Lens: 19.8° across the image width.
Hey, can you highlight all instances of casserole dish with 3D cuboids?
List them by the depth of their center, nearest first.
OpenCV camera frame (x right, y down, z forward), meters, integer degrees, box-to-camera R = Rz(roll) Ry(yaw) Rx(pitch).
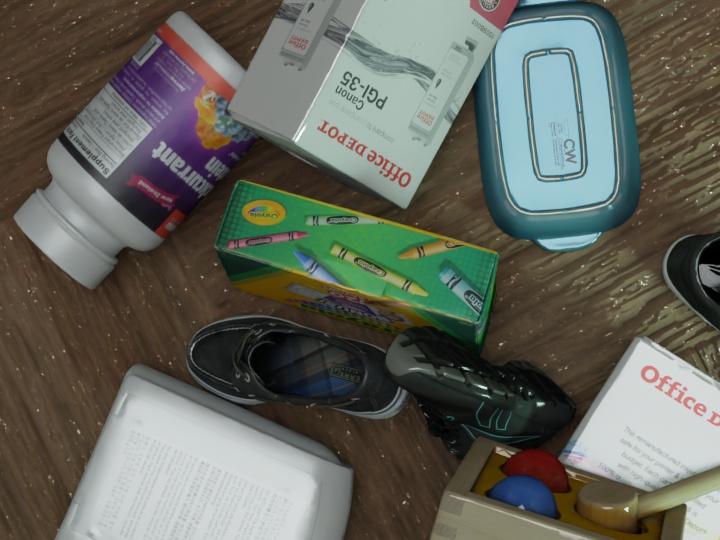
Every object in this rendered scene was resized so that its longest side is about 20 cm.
[{"bbox_3d":[0.146,-0.115,1.556,0.121,0.039,0.201,-6,87,6],"label":"casserole dish"}]

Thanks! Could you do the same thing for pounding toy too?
[{"bbox_3d":[0.156,0.182,1.393,0.199,0.184,0.143,17,101,8],"label":"pounding toy"}]

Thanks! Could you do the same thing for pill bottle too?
[{"bbox_3d":[-0.163,-0.086,1.550,0.111,0.111,0.200,43,92,7],"label":"pill bottle"}]

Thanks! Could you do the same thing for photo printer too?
[{"bbox_3d":[-0.112,0.183,1.549,0.199,0.069,0.167,22,89,6],"label":"photo printer"}]

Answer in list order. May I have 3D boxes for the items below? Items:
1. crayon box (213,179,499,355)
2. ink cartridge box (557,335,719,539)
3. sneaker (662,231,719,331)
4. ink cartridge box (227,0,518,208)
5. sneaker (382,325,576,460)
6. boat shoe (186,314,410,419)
[{"bbox_3d":[0.000,0.000,1.520,0.199,0.119,0.058,16,77,7],"label":"crayon box"},{"bbox_3d":[0.210,0.168,1.508,0.145,0.084,0.200,32,91,7],"label":"ink cartridge box"},{"bbox_3d":[0.308,0.040,1.499,0.200,0.099,0.071,35,89,6],"label":"sneaker"},{"bbox_3d":[0.015,-0.165,1.512,0.083,0.146,0.201,27,89,43],"label":"ink cartridge box"},{"bbox_3d":[0.079,0.100,1.483,0.079,0.200,0.075,-52,48,14],"label":"sneaker"},{"bbox_3d":[-0.058,0.069,1.515,0.199,0.066,0.070,13,83,35],"label":"boat shoe"}]
